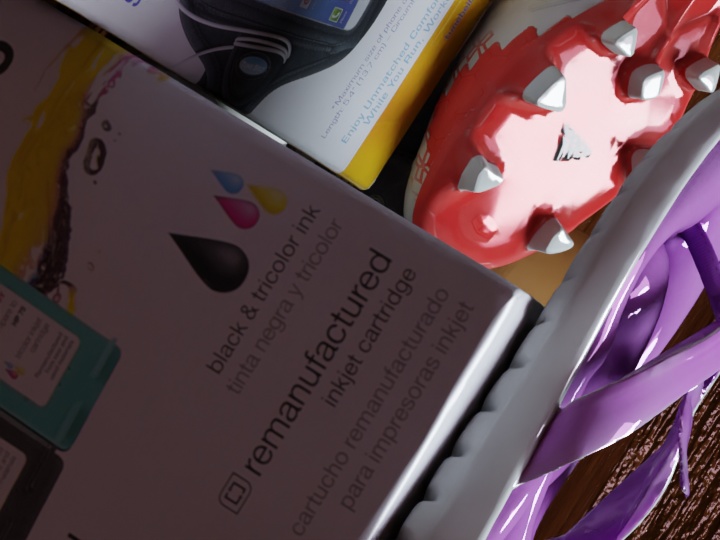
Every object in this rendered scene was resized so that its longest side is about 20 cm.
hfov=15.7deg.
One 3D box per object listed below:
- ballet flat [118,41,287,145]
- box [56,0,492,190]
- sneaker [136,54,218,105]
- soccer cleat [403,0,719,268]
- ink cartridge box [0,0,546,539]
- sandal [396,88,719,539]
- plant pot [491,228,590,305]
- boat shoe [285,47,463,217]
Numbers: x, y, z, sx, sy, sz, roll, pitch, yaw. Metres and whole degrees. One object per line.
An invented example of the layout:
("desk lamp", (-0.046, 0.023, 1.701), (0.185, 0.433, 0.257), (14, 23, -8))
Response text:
("ballet flat", (0.002, -0.086, 0.869), (0.200, 0.064, 0.068), (-28, 111, -22))
("box", (-0.022, -0.103, 0.649), (0.119, 0.041, 0.200), (-56, 148, 2))
("sneaker", (-0.107, 0.031, 0.818), (0.200, 0.075, 0.115), (-63, 170, 29))
("soccer cleat", (0.071, -0.089, 0.754), (0.069, 0.085, 0.200), (33, 92, -40))
("ink cartridge box", (-0.069, 0.025, 0.670), (0.147, 0.200, 0.146), (-59, 166, -1))
("sandal", (0.054, 0.047, 0.621), (0.203, 0.050, 0.082), (-55, 165, -15))
("plant pot", (0.008, 0.047, 1.122), (0.200, 0.140, 0.200), (-59, 174, -11))
("boat shoe", (0.000, 0.000, 0.784), (0.200, 0.073, 0.075), (-44, 157, -8))
